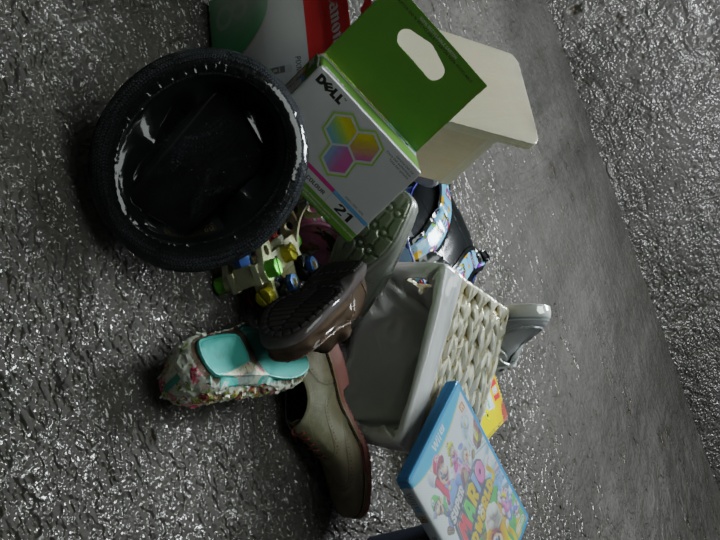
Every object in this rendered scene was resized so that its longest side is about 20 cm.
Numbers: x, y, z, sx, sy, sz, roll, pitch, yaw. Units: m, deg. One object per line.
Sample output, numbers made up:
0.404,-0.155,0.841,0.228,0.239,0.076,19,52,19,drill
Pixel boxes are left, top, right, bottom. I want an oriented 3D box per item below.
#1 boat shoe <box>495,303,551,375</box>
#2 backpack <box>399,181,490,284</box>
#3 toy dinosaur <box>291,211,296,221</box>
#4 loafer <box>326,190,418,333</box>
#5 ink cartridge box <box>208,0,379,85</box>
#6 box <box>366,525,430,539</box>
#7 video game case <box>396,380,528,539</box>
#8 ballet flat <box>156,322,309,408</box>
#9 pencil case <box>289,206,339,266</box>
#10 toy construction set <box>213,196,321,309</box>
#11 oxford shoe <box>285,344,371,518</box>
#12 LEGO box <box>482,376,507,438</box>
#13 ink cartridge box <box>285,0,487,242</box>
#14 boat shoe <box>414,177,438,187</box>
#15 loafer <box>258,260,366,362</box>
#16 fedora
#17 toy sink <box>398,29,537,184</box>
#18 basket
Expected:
0.161,0.089,1.267,0.071,0.199,0.070,7,70,-29,boat shoe
0.068,-0.020,1.366,0.185,0.133,0.201,64,25,-19,backpack
-0.133,-0.140,1.041,0.105,0.061,0.202,0,47,-38,toy dinosaur
0.000,0.000,1.169,0.070,0.201,0.069,43,12,30,loafer
-0.077,-0.255,1.133,0.050,0.198,0.164,19,56,-46,ink cartridge box
0.052,0.387,1.077,0.200,0.121,0.202,-21,94,-67,box
0.111,0.237,1.102,0.202,0.018,0.144,61,40,-24,video game case
-0.120,0.090,0.983,0.076,0.064,0.199,60,20,18,ballet flat
-0.027,-0.083,1.269,0.087,0.081,0.202,59,27,-32,pencil case
-0.095,-0.037,1.098,0.199,0.091,0.133,-36,106,-53,toy construction set
-0.044,0.168,1.113,0.074,0.070,0.204,-17,91,-39,oxford shoe
0.116,0.161,1.417,0.199,0.076,0.152,-20,92,-66,LEGO box
0.009,-0.156,1.043,0.148,0.200,0.076,44,15,-15,ink cartridge box
0.033,-0.172,1.346,0.067,0.198,0.074,-48,159,-26,boat shoe
-0.034,0.049,1.043,0.200,0.072,0.072,-40,123,-61,loafer
-0.147,-0.097,0.954,0.204,0.198,0.091,68,-17,-8,fedora
0.083,-0.185,1.212,0.197,0.112,0.133,8,59,-32,toy sink
0.069,0.106,1.183,0.122,0.134,0.204,24,75,-35,basket
